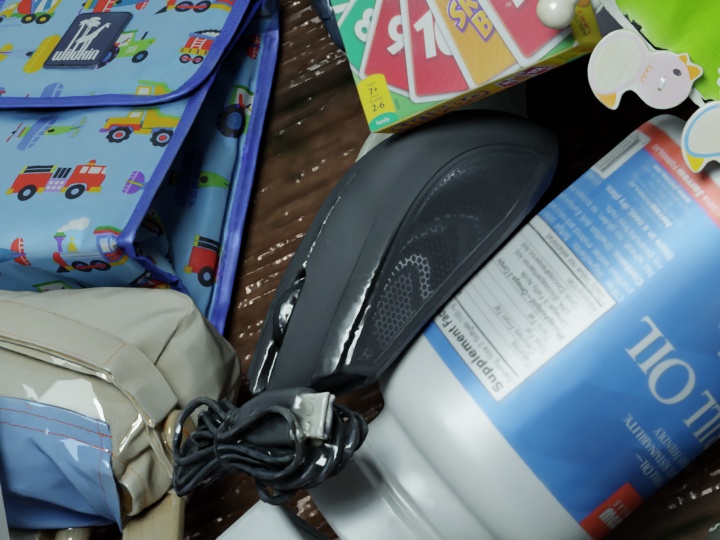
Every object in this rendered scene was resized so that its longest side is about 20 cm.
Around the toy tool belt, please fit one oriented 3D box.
[{"bbox_3d":[-0.152,0.075,0.878,0.200,0.125,0.123,-2,58,25],"label":"toy tool belt"}]

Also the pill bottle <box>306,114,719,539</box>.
[{"bbox_3d":[0.078,0.043,0.791,0.200,0.112,0.112,-41,57,4],"label":"pill bottle"}]

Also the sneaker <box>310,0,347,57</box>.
[{"bbox_3d":[-0.029,-0.163,0.918,0.075,0.084,0.200,-58,30,23],"label":"sneaker"}]

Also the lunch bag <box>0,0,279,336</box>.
[{"bbox_3d":[-0.124,-0.064,0.963,0.150,0.094,0.200,-3,54,25],"label":"lunch bag"}]

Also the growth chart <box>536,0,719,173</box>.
[{"bbox_3d":[0.175,-0.084,0.723,0.200,0.018,0.145,33,94,-7],"label":"growth chart"}]

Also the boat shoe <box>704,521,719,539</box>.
[{"bbox_3d":[0.142,0.138,0.746,0.072,0.061,0.201,21,77,31],"label":"boat shoe"}]

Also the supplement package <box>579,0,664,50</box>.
[{"bbox_3d":[0.074,-0.192,0.822,0.200,0.121,0.120,46,113,22],"label":"supplement package"}]

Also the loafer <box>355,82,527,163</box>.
[{"bbox_3d":[0.037,-0.063,0.899,0.072,0.063,0.200,16,75,-5],"label":"loafer"}]

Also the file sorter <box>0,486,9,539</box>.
[{"bbox_3d":[-0.222,0.162,0.808,0.124,0.139,0.200,-1,103,28],"label":"file sorter"}]

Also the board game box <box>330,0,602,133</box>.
[{"bbox_3d":[0.018,-0.161,0.774,0.095,0.030,0.200,-21,80,33],"label":"board game box"}]

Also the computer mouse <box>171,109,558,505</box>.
[{"bbox_3d":[0.000,0.000,0.786,0.200,0.053,0.138,-49,15,-23],"label":"computer mouse"}]

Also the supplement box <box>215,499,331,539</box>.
[{"bbox_3d":[-0.001,0.197,0.761,0.101,0.103,0.200,-41,58,3],"label":"supplement box"}]
